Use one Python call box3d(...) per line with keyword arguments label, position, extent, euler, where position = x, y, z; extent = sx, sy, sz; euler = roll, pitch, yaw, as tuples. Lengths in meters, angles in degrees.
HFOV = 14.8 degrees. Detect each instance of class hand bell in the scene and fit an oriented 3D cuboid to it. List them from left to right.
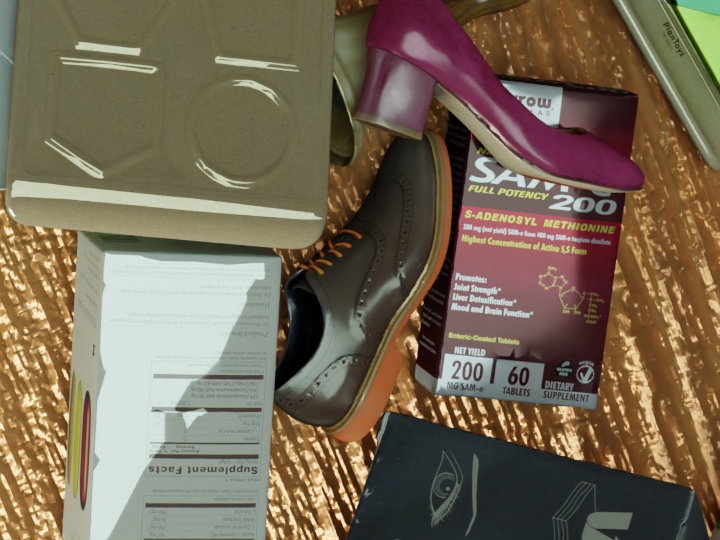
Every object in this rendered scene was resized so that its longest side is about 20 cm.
box3d(label="hand bell", position=(0.049, -0.154, 1.704), extent=(0.200, 0.104, 0.104), euler=(-30, 104, -20))

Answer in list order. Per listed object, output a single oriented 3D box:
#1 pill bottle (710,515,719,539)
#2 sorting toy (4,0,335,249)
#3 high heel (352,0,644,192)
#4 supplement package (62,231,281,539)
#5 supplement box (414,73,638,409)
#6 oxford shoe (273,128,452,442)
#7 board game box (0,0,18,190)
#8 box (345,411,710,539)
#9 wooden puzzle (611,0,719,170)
box3d(label="pill bottle", position=(0.314, 0.113, 1.773), extent=(0.113, 0.113, 0.200), euler=(25, 93, -14))
box3d(label="sorting toy", position=(-0.107, -0.118, 1.596), extent=(0.185, 0.036, 0.200), euler=(5, 83, -13))
box3d(label="high heel", position=(0.094, -0.108, 1.649), extent=(0.200, 0.067, 0.096), euler=(16, 89, -29))
box3d(label="supplement package", position=(-0.116, 0.081, 1.676), extent=(0.109, 0.114, 0.200), euler=(2, 98, -14))
box3d(label="supplement box", position=(0.103, -0.020, 1.735), extent=(0.109, 0.061, 0.200), euler=(5, 96, -12))
box3d(label="oxford shoe", position=(0.000, 0.000, 1.693), extent=(0.073, 0.071, 0.200), euler=(24, 76, -27))
box3d(label="board game box", position=(-0.195, -0.144, 1.605), extent=(0.200, 0.026, 0.200), euler=(-4, 81, -23))
box3d(label="box", position=(0.086, 0.214, 1.667), extent=(0.200, 0.117, 0.197), euler=(14, 71, 18))
box3d(label="wooden puzzle", position=(0.262, -0.188, 1.755), extent=(0.200, 0.037, 0.185), euler=(-33, 103, -6))
